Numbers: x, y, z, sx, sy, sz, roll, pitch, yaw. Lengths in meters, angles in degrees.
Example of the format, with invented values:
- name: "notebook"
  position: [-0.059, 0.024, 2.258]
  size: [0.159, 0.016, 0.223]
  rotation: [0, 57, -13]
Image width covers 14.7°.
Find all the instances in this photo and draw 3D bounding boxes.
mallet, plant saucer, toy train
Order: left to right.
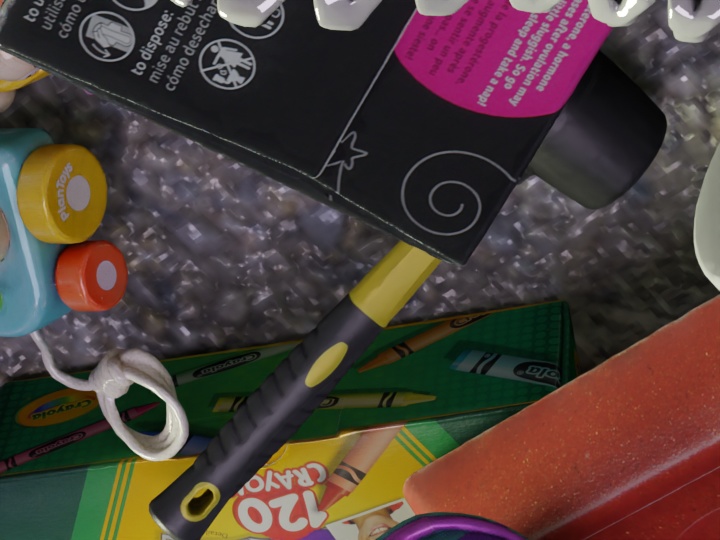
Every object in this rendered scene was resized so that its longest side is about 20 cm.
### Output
- name: "toy train"
  position: [-0.079, -0.032, 0.821]
  size: [0.150, 0.056, 0.200]
  rotation: [40, 128, 17]
- name: "mallet"
  position: [0.000, 0.000, 0.845]
  size: [0.200, 0.041, 0.066]
  rotation: [-41, 108, 8]
- name: "plant saucer"
  position: [0.144, 0.094, 0.839]
  size: [0.200, 0.037, 0.200]
  rotation: [41, 128, -21]

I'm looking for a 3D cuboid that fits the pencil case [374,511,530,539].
- name: "pencil case"
  position: [0.026, 0.155, 0.859]
  size: [0.085, 0.093, 0.200]
  rotation: [-19, 152, -10]

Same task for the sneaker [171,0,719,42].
- name: "sneaker"
  position: [0.052, -0.092, 0.559]
  size: [0.199, 0.075, 0.081]
  rotation: [1, 115, 6]

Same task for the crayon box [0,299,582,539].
- name: "crayon box"
  position: [-0.016, 0.086, 0.928]
  size: [0.199, 0.058, 0.119]
  rotation: [-9, 123, 13]

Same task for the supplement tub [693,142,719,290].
- name: "supplement tub"
  position: [0.196, 0.015, 0.699]
  size: [0.200, 0.141, 0.140]
  rotation: [39, 120, -19]

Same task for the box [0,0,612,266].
- name: "box"
  position: [0.016, -0.128, 0.648]
  size: [0.132, 0.115, 0.200]
  rotation: [25, 122, -9]
